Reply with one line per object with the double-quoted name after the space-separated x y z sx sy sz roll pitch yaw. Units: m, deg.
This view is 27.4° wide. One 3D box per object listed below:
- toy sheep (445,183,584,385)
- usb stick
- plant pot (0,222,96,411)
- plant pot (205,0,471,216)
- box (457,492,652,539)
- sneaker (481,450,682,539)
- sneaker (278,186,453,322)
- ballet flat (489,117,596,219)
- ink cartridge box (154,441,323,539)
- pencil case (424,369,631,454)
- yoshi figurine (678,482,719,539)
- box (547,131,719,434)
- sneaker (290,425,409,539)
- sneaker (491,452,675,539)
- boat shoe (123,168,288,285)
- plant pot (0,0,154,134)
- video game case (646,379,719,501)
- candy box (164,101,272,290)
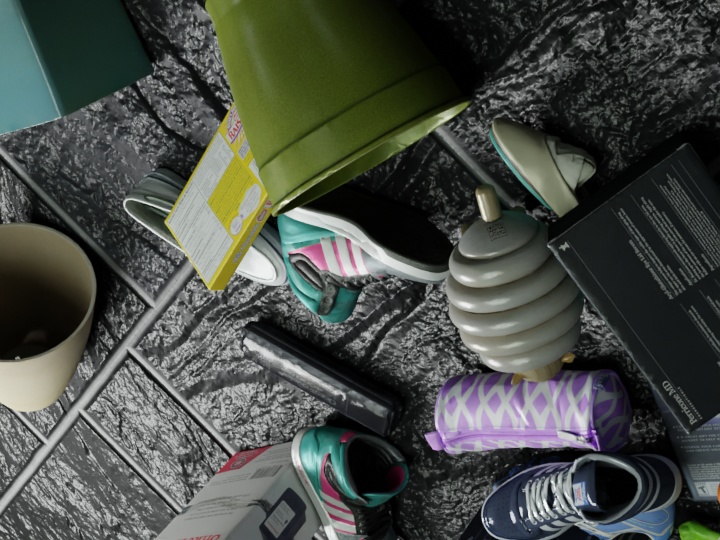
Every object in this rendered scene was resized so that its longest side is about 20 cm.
0.136 0.013 1.320 0.137 0.138 0.201 -6 119 38 "toy sheep"
-0.043 0.116 1.603 0.199 0.033 0.056 28 140 17 "usb stick"
-0.401 0.078 1.750 0.186 0.188 0.201 31 148 13 "plant pot"
-0.035 -0.181 1.288 0.200 0.200 0.194 -30 89 45 "plant pot"
0.193 0.324 1.497 0.198 0.148 0.108 6 124 33 "box"
0.188 0.209 1.365 0.198 0.108 0.071 -17 78 25 "sneaker"
0.000 0.000 1.437 0.199 0.083 0.122 25 128 30 "sneaker"
0.192 -0.064 1.288 0.069 0.070 0.201 -27 105 44 "ballet flat"
-0.132 0.288 1.670 0.144 0.200 0.085 -17 111 42 "ink cartridge box"
0.165 0.141 1.431 0.199 0.086 0.084 -6 130 40 "pencil case"
0.338 0.282 1.390 0.112 0.112 0.201 33 147 24 "yoshi figurine"
0.267 0.010 1.225 0.141 0.079 0.201 -36 96 11 "box"
0.014 0.255 1.630 0.120 0.084 0.201 -15 110 52 "sneaker"
0.218 0.229 1.462 0.198 0.076 0.078 0 116 37 "sneaker"
-0.161 -0.032 1.556 0.199 0.067 0.074 28 134 16 "boat shoe"
-0.329 -0.257 1.472 0.140 0.141 0.202 -8 109 39 "plant pot"
0.337 0.123 1.341 0.142 0.019 0.201 -8 114 39 "video game case"
-0.119 -0.087 1.448 0.201 0.026 0.103 -56 52 28 "candy box"
